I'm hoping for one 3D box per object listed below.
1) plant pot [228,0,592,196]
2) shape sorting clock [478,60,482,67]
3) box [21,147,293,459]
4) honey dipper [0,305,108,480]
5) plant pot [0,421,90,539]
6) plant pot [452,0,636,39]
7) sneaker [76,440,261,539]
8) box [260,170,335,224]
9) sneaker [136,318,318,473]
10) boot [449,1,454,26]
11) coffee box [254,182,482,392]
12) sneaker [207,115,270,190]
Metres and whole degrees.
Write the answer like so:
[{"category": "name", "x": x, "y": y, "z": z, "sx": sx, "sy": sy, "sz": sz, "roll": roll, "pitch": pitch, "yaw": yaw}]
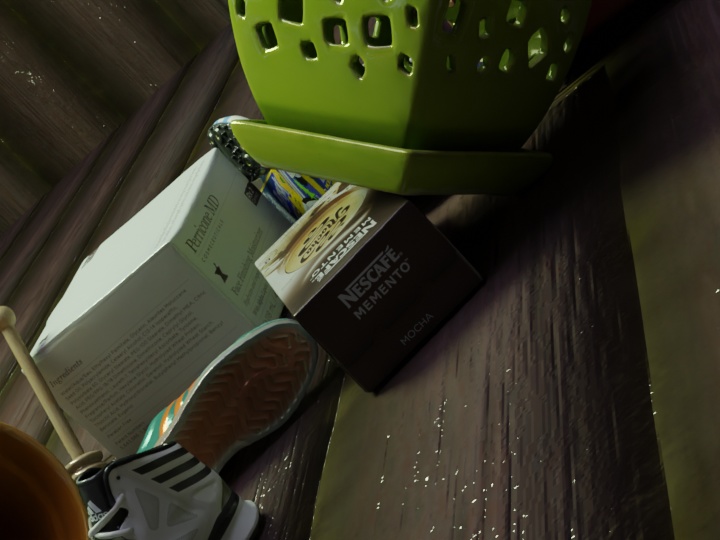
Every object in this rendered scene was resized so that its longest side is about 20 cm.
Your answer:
[{"category": "plant pot", "x": 0.029, "y": -0.152, "z": 1.080, "sx": 0.199, "sy": 0.183, "sz": 0.198, "roll": 15, "pitch": 12, "yaw": 39}, {"category": "shape sorting clock", "x": 0.053, "y": -0.107, "z": 1.320, "sx": 0.200, "sy": 0.039, "sz": 0.200, "roll": -52, "pitch": 9, "yaw": 12}, {"category": "box", "x": -0.171, "y": 0.028, "z": 1.380, "sx": 0.200, "sy": 0.131, "sz": 0.199, "roll": -38, "pitch": 18, "yaw": 24}, {"category": "honey dipper", "x": -0.259, "y": 0.114, "z": 1.283, "sx": 0.038, "sy": 0.201, "sz": 0.038, "roll": -30, "pitch": -14, "yaw": -8}, {"category": "plant pot", "x": -0.319, "y": 0.234, "z": 1.171, "sx": 0.201, "sy": 0.200, "sz": 0.183, "roll": -55, "pitch": 3, "yaw": -31}, {"category": "plant pot", "x": 0.168, "y": -0.283, "z": 1.230, "sx": 0.177, "sy": 0.201, "sz": 0.201, "roll": -23, "pitch": 24, "yaw": 26}, {"category": "sneaker", "x": -0.153, "y": 0.191, "z": 0.955, "sx": 0.076, "sy": 0.115, "sz": 0.201, "roll": -27, "pitch": 24, "yaw": 46}, {"category": "box", "x": -0.040, "y": -0.089, "z": 1.383, "sx": 0.070, "sy": 0.064, "sz": 0.200, "roll": -48, "pitch": 2, "yaw": -11}, {"category": "sneaker", "x": -0.112, "y": 0.108, "z": 1.134, "sx": 0.200, "sy": 0.071, "sz": 0.080, "roll": -48, "pitch": 18, "yaw": 3}, {"category": "boot", "x": 0.172, "y": -0.293, "z": 1.456, "sx": 0.155, "sy": 0.077, "sz": 0.200, "roll": -44, "pitch": 8, "yaw": -11}, {"category": "coffee box", "x": 0.000, "y": 0.000, "z": 1.111, "sx": 0.113, "sy": 0.080, "sz": 0.200, "roll": -44, "pitch": 16, "yaw": -1}, {"category": "sneaker", "x": -0.102, "y": -0.119, "z": 1.482, "sx": 0.072, "sy": 0.072, "sz": 0.200, "roll": -40, "pitch": -2, "yaw": -7}]
